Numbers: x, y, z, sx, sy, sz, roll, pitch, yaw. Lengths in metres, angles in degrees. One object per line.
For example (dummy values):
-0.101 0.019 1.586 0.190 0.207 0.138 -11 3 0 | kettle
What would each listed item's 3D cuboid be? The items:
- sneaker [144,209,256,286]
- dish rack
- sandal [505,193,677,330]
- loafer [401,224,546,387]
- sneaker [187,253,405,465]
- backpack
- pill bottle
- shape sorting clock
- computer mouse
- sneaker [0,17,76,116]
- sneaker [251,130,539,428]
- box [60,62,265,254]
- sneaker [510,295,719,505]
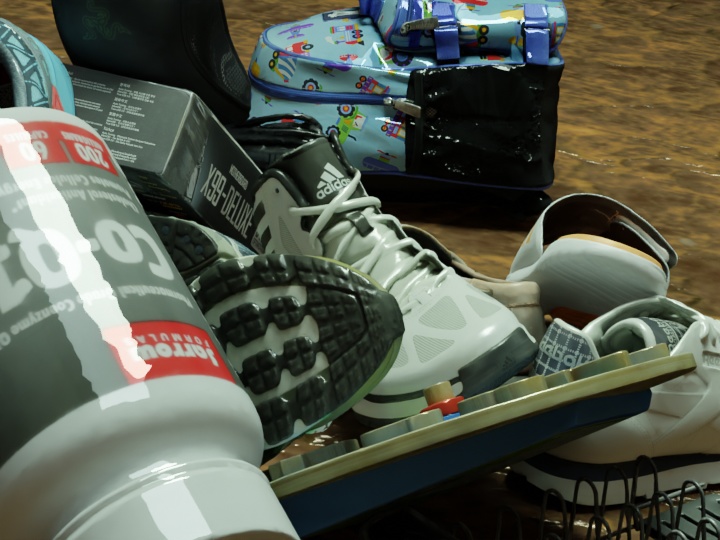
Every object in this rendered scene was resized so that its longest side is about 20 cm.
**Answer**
-0.127 0.000 1.222 0.199 0.078 0.086 19 3 32 | sneaker
0.116 0.121 0.918 0.199 0.055 0.153 -15 28 -32 | dish rack
0.123 -0.007 1.193 0.079 0.060 0.207 22 -9 -1 | sandal
0.035 0.006 1.235 0.072 0.063 0.200 -7 23 -31 | loafer
-0.039 0.044 0.967 0.088 0.077 0.200 -3 -17 -42 | sneaker
0.019 -0.117 1.487 0.199 0.135 0.183 2 18 -2 | backpack
-0.105 0.047 0.888 0.113 0.114 0.200 -8 52 -35 | pill bottle
0.037 0.064 0.959 0.199 0.039 0.200 -21 -7 -3 | shape sorting clock
-0.101 -0.103 1.243 0.138 0.200 0.053 10 62 25 | computer mouse
-0.174 -0.035 1.131 0.079 0.201 0.096 -23 -28 11 | sneaker
0.000 0.000 1.097 0.075 0.116 0.200 -32 18 -20 | sneaker
-0.157 -0.063 1.279 0.199 0.050 0.158 13 -15 21 | box
0.155 0.051 1.115 0.199 0.081 0.076 -10 22 -42 | sneaker
